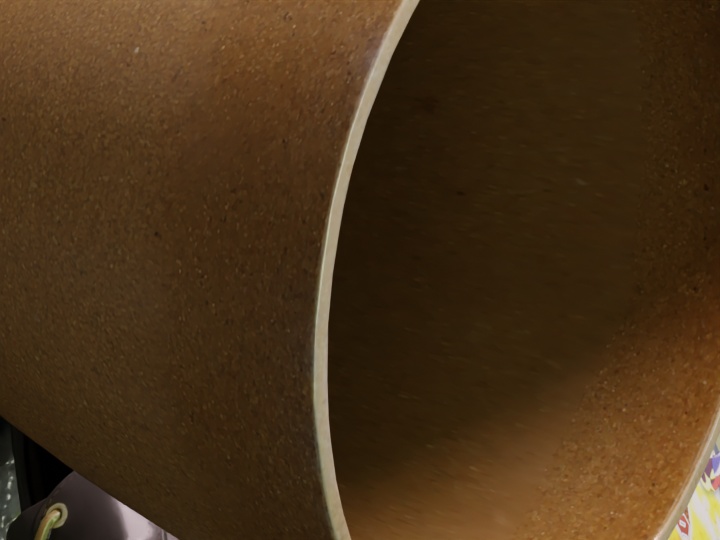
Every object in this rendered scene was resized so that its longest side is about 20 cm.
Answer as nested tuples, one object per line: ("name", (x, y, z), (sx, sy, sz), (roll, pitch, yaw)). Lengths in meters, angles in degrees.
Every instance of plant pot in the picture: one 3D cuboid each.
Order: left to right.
("plant pot", (-0.031, -0.019, 0.611), (0.186, 0.200, 0.187), (-22, 118, -49))

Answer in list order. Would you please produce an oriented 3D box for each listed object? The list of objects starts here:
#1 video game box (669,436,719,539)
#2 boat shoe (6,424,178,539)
("video game box", (0.074, 0.004, 0.812), (0.182, 0.047, 0.201), (11, 61, -62))
("boat shoe", (-0.073, 0.078, 0.735), (0.060, 0.202, 0.072), (14, 130, -21))
